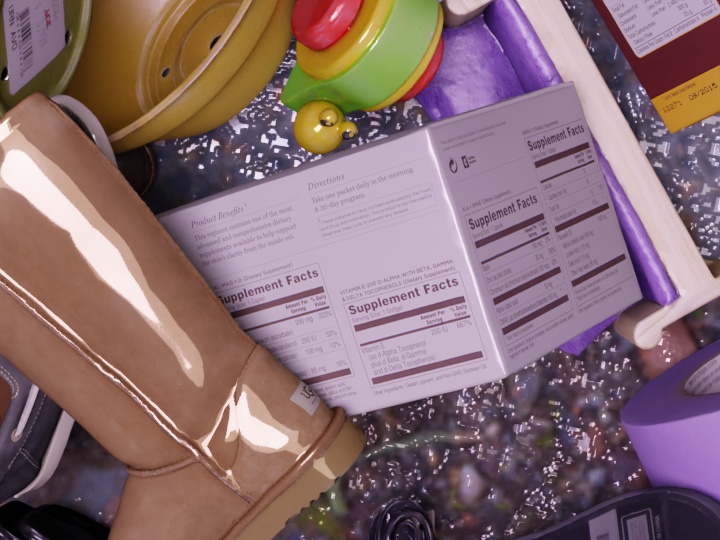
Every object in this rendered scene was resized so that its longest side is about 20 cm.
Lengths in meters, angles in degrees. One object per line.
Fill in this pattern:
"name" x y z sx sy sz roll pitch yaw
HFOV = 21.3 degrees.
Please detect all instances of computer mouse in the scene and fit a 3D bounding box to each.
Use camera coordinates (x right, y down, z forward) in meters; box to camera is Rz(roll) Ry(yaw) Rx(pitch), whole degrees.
"computer mouse" 0.092 0.157 0.877 0.200 0.053 0.139 -18 49 28

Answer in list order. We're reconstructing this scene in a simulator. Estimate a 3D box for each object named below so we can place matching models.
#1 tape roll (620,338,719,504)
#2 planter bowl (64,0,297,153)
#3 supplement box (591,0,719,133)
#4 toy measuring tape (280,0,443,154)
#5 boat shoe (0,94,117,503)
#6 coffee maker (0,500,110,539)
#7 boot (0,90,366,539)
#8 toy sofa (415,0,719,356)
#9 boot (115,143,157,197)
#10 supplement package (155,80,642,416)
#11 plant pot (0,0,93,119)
"tape roll" 0.231 0.066 0.908 0.200 0.200 0.085 -26 93 1
"planter bowl" -0.092 -0.127 0.932 0.083 0.200 0.200 33 93 -46
"supplement box" 0.196 -0.208 0.894 0.197 0.133 0.200 -32 93 -24
"toy measuring tape" 0.019 -0.145 0.903 0.074 0.074 0.200 23 78 -2
"boat shoe" -0.156 0.019 0.853 0.072 0.068 0.200 30 114 29
"coffee maker" -0.163 0.225 0.900 0.135 0.192 0.200 29 93 -21
"boot" -0.121 0.053 0.809 0.200 0.066 0.175 44 99 -6
"toy sofa" 0.101 -0.055 0.959 0.098 0.083 0.200 -29 93 0
"boot" -0.203 -0.039 0.945 0.200 0.097 0.075 -4 103 0
"supplement package" 0.000 0.000 0.886 0.200 0.156 0.111 -15 94 32
"plant pot" -0.231 -0.133 0.873 0.200 0.187 0.187 17 93 17
